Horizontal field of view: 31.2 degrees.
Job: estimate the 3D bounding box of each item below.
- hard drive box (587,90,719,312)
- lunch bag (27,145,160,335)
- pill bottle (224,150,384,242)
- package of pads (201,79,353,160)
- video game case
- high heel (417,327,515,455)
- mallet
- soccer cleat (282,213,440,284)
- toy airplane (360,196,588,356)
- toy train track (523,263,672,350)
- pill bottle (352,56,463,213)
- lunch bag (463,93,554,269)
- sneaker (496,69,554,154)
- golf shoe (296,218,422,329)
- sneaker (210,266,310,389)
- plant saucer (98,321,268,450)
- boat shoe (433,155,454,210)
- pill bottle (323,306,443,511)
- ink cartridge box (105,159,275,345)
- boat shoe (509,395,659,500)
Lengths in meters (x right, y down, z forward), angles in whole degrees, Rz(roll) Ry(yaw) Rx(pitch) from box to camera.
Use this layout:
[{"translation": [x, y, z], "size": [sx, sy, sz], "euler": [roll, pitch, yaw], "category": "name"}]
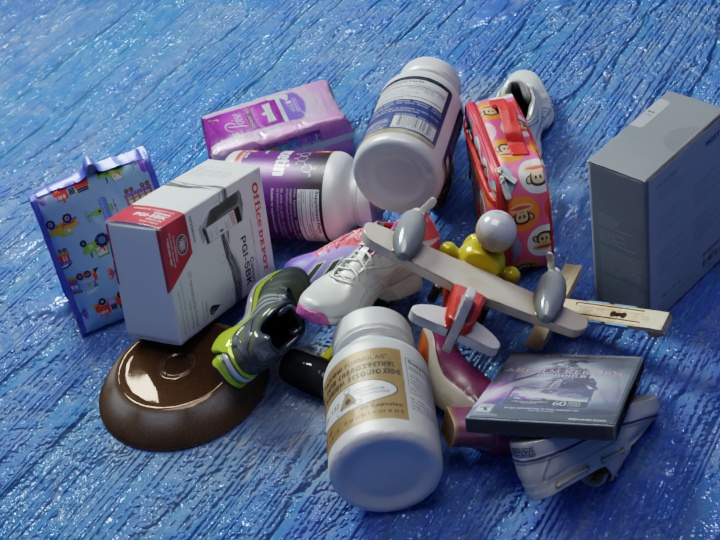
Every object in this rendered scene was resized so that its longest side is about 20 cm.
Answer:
[{"translation": [0.328, -0.066, 1.411], "size": [0.076, 0.202, 0.155], "euler": [26, 51, 37], "category": "hard drive box"}, {"translation": [-0.303, -0.047, 1.546], "size": [0.149, 0.202, 0.094], "euler": [-22, 40, -14], "category": "lunch bag"}, {"translation": [-0.073, -0.093, 1.616], "size": [0.197, 0.113, 0.113], "euler": [2, 40, 16], "category": "pill bottle"}, {"translation": [-0.116, -0.187, 1.771], "size": [0.198, 0.076, 0.121], "euler": [-17, 36, -7], "category": "package of pads"}, {"translation": [0.196, 0.120, 1.269], "size": [0.141, 0.019, 0.200], "euler": [1, 16, 20], "category": "video game case"}, {"translation": [0.119, 0.124, 1.361], "size": [0.095, 0.068, 0.201], "euler": [5, 36, -15], "category": "high heel"}, {"translation": [-0.019, 0.070, 1.468], "size": [0.065, 0.042, 0.200], "euler": [15, 42, 25], "category": "mallet"}, {"translation": [-0.002, -0.024, 1.544], "size": [0.197, 0.074, 0.069], "euler": [-9, 38, 3], "category": "soccer cleat"}, {"translation": [0.122, 0.004, 1.367], "size": [0.198, 0.143, 0.199], "euler": [10, 21, -40], "category": "toy airplane"}, {"translation": [0.250, 0.052, 1.404], "size": [0.198, 0.033, 0.115], "euler": [7, 57, 44], "category": "toy train track"}, {"translation": [0.065, -0.171, 1.564], "size": [0.110, 0.112, 0.201], "euler": [3, 41, 17], "category": "pill bottle"}, {"translation": [0.176, -0.114, 1.527], "size": [0.081, 0.178, 0.201], "euler": [-10, 37, -1], "category": "lunch bag"}, {"translation": [0.215, -0.222, 1.709], "size": [0.077, 0.100, 0.201], "euler": [-2, 40, 11], "category": "sneaker"}, {"translation": [0.000, 0.000, 1.435], "size": [0.075, 0.093, 0.199], "euler": [24, 30, 29], "category": "golf shoe"}, {"translation": [-0.090, 0.057, 1.439], "size": [0.080, 0.074, 0.201], "euler": [-23, 22, 31], "category": "sneaker"}, {"translation": [-0.203, 0.117, 1.454], "size": [0.197, 0.037, 0.202], "euler": [-6, 39, 5], "category": "plant saucer"}, {"translation": [0.088, -0.158, 1.684], "size": [0.071, 0.073, 0.201], "euler": [-4, 42, 11], "category": "boat shoe"}, {"translation": [0.019, 0.134, 1.313], "size": [0.113, 0.115, 0.201], "euler": [-9, 38, 3], "category": "pill bottle"}, {"translation": [-0.191, -0.026, 1.499], "size": [0.082, 0.149, 0.200], "euler": [7, 28, 30], "category": "ink cartridge box"}, {"translation": [0.225, 0.173, 1.253], "size": [0.199, 0.071, 0.070], "euler": [-15, 4, -43], "category": "boat shoe"}]
